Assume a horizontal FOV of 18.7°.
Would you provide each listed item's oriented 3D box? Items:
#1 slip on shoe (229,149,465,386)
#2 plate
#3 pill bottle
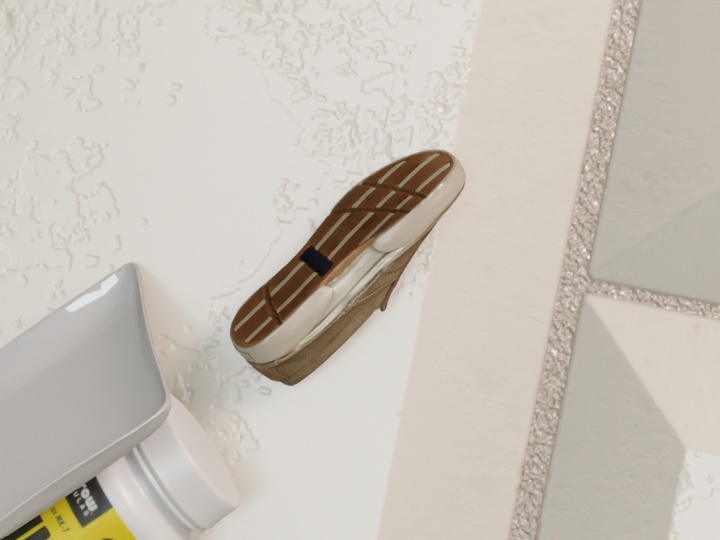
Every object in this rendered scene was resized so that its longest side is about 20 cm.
[{"bbox_3d":[0.000,0.000,1.513,0.200,0.076,0.061,-45,125,-3],"label":"slip on shoe"},{"bbox_3d":[-0.215,0.102,1.489,0.199,0.200,0.032,-34,121,6],"label":"plate"},{"bbox_3d":[-0.190,0.177,1.506,0.199,0.114,0.115,-35,86,6],"label":"pill bottle"}]
